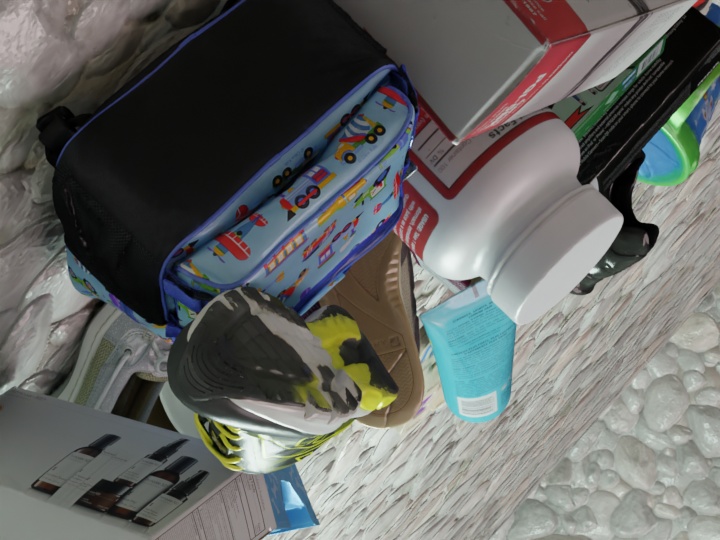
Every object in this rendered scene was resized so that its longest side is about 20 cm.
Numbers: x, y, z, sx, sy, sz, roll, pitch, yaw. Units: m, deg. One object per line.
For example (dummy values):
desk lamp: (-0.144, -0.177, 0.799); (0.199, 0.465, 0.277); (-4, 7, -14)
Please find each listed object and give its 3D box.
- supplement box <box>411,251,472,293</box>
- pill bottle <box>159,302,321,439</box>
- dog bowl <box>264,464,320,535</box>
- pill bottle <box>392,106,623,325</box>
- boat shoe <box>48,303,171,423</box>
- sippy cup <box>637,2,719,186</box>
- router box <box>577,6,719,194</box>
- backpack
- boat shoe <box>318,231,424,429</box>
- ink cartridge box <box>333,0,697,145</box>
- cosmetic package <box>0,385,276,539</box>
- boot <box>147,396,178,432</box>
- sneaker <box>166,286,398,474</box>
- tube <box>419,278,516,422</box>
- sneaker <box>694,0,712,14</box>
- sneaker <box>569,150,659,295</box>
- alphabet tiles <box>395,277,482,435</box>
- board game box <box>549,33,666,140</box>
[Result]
supplement box: (0.109, -0.045, 1.396); (0.131, 0.103, 0.200); (-49, 164, -3)
pill bottle: (-0.046, 0.059, 1.209); (0.113, 0.112, 0.200); (-55, 163, 19)
dog bowl: (-0.093, 0.147, 1.102); (0.111, 0.050, 0.200); (-12, 172, 8)
pill bottle: (0.051, -0.069, 0.999); (0.112, 0.200, 0.112); (-40, 164, -14)
boat shoe: (-0.140, 0.071, 1.067); (0.202, 0.065, 0.074); (-53, 163, 13)
sippy cup: (0.246, -0.162, 1.468); (0.131, 0.177, 0.140); (-56, 138, -17)
router box: (0.124, -0.123, 1.177); (0.200, 0.149, 0.051); (-47, 163, -5)
backpack: (-0.065, -0.034, 0.911); (0.182, 0.134, 0.200); (-42, 165, -22)
boat shoe: (0.000, 0.000, 1.131); (0.071, 0.201, 0.065); (-13, -177, 0)
ink cartridge box: (0.078, -0.164, 0.951); (0.083, 0.147, 0.200); (-46, 168, 34)
cosmetic package: (-0.146, 0.116, 0.937); (0.082, 0.199, 0.051); (-33, 122, -41)
boot: (-0.138, 0.145, 1.259); (0.155, 0.077, 0.200); (-51, 172, 20)
sneaker: (-0.044, 0.064, 0.824); (0.085, 0.075, 0.200); (-41, 163, 12)
tube: (0.080, 0.052, 1.222); (0.077, 0.050, 0.200); (-33, 158, -10)
sneaker: (0.228, -0.233, 1.342); (0.200, 0.077, 0.085); (-30, 149, -51)
sneaker: (0.150, -0.089, 1.231); (0.090, 0.201, 0.076); (-24, 176, 36)
alphabet tiles: (0.089, 0.036, 1.316); (0.200, 0.015, 0.196); (-33, 157, -42)
board game box: (0.074, -0.114, 1.090); (0.200, 0.134, 0.029); (-46, 165, -13)
